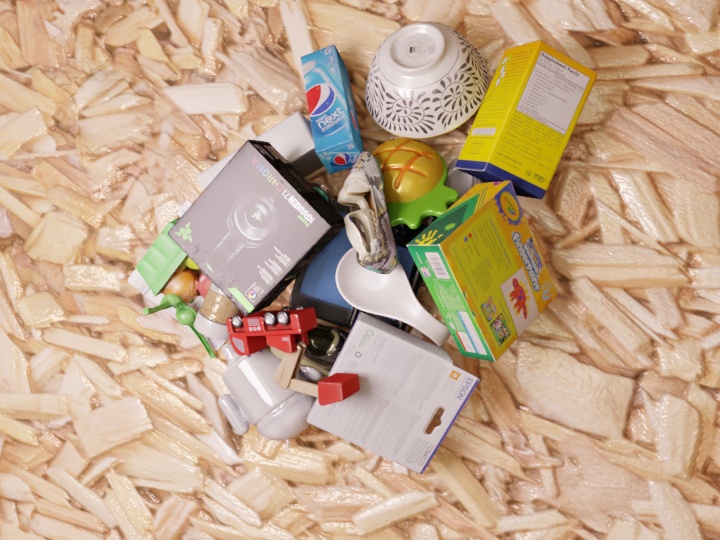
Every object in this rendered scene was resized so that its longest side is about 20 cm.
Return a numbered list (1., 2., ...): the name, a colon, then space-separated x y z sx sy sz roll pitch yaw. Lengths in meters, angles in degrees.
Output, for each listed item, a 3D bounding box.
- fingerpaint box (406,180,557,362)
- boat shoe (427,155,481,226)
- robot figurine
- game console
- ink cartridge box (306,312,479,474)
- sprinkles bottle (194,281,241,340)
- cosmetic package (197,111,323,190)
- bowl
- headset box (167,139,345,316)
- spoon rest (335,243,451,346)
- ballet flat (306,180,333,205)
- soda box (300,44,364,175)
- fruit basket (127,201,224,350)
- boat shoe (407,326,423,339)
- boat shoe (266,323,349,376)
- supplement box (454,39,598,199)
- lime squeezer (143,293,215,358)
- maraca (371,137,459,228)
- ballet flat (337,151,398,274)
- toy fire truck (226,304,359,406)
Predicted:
1. fingerpaint box: 0.179 -0.001 0.976 0.167 0.073 0.200 -41 114 -27
2. boat shoe: 0.139 -0.086 1.070 0.072 0.069 0.200 23 94 13
3. robot figurine: -0.146 0.192 1.107 0.170 0.113 0.200 -35 80 -9
4. game console: 0.000 0.000 1.070 0.171 0.118 0.200 22 95 53
5. ink cartridge box: 0.047 0.187 1.023 0.200 0.041 0.200 26 111 -2
6. sprinkles bottle: -0.204 0.011 1.091 0.068 0.068 0.200 24 100 13
7. cosmetic package: -0.156 -0.172 1.125 0.200 0.101 0.071 -29 82 10
8. bowl: 0.092 -0.313 1.042 0.201 0.094 0.201 -6 67 14
9. headset box: -0.154 -0.058 0.989 0.200 0.093 0.174 -44 86 15
10. spoon rest: 0.053 0.039 1.001 0.200 0.061 0.099 37 95 4
11. ballet flat: -0.101 -0.107 1.091 0.200 0.067 0.068 -21 111 45
12. soda box: -0.045 -0.259 1.083 0.064 0.068 0.200 -17 62 12
13. fruit basket: -0.270 0.010 1.165 0.200 0.094 0.185 37 105 -9
14. boat shoe: 0.066 0.186 1.083 0.069 0.071 0.200 24 103 10
15. boat shoe: -0.047 0.124 1.076 0.201 0.066 0.072 16 55 -9
16. supplement box: 0.243 -0.221 1.010 0.109 0.110 0.200 22 94 -19
17. lime squeezer: -0.293 0.079 1.116 0.038 0.200 0.071 -35 56 1
18. maraca: 0.073 -0.134 1.044 0.137 0.107 0.200 -25 43 1
19. ballet flat: 0.004 -0.090 0.981 0.072 0.072 0.200 -17 68 12
20. toy fire truck: -0.105 0.125 1.005 0.200 0.049 0.141 -6 97 32
